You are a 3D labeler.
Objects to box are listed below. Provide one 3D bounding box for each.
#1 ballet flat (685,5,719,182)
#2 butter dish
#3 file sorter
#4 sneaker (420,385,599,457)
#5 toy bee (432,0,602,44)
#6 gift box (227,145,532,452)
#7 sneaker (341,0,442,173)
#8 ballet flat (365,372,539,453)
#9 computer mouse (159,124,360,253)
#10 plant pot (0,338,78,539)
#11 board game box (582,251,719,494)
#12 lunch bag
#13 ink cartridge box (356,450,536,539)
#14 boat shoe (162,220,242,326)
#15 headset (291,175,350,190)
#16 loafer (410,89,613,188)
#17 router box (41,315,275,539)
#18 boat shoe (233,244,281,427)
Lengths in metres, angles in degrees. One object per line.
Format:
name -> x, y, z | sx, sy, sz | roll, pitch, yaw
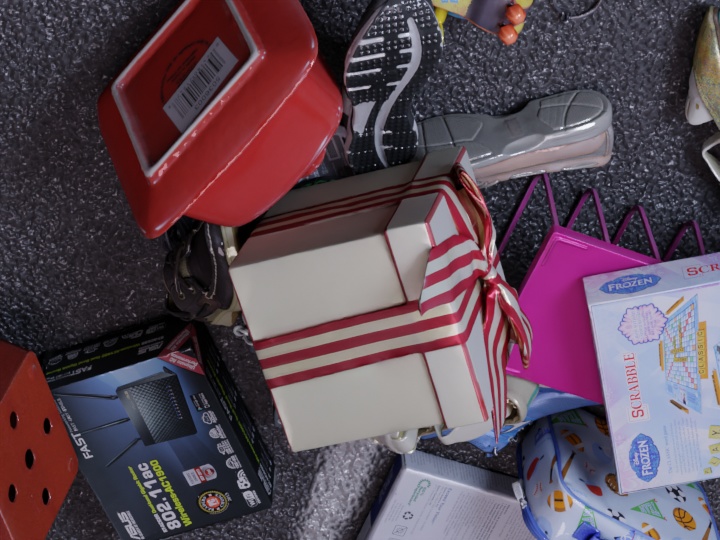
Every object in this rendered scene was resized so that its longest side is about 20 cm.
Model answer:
ballet flat -> 0.300, -0.119, 1.505 | 0.070, 0.071, 0.201 | -24, 120, 15
butter dish -> -0.086, -0.119, 1.430 | 0.200, 0.200, 0.147 | -45, 130, 15
file sorter -> 0.216, 0.020, 1.555 | 0.198, 0.126, 0.140 | 18, 122, -13
sneaker -> 0.131, 0.112, 1.646 | 0.198, 0.079, 0.090 | -5, 121, 13
toy bee -> 0.091, -0.221, 1.408 | 0.197, 0.109, 0.132 | -4, 123, 3
gift box -> 0.025, 0.032, 1.407 | 0.185, 0.201, 0.186 | -13, 115, 18
sneaker -> 0.014, -0.158, 1.416 | 0.073, 0.081, 0.201 | -4, 150, -12
ballet flat -> 0.055, 0.120, 1.576 | 0.198, 0.070, 0.070 | -14, 123, 22
computer mouse -> -0.086, -0.081, 1.537 | 0.198, 0.044, 0.110 | -13, 126, 10
plant pot -> -0.356, 0.163, 1.578 | 0.174, 0.201, 0.201 | -3, 125, 19
board game box -> 0.290, 0.078, 1.494 | 0.197, 0.041, 0.202 | -10, 124, 5
lunch bag -> 0.226, 0.212, 1.661 | 0.199, 0.161, 0.076 | 26, 119, -18
ink cartridge box -> 0.095, 0.275, 1.773 | 0.198, 0.043, 0.198 | 17, 120, -14
boat shoe -> -0.129, 0.006, 1.521 | 0.064, 0.074, 0.200 | -7, 161, -10
headset -> 0.000, 0.000, 1.559 | 0.122, 0.094, 0.201 | -17, 122, 19
loafer -> 0.111, -0.092, 1.519 | 0.198, 0.072, 0.063 | -12, 130, 4
router box -> -0.180, 0.144, 1.671 | 0.148, 0.062, 0.201 | -17, 122, 12
boat shoe -> -0.077, 0.060, 1.612 | 0.061, 0.073, 0.201 | -17, 127, 6
